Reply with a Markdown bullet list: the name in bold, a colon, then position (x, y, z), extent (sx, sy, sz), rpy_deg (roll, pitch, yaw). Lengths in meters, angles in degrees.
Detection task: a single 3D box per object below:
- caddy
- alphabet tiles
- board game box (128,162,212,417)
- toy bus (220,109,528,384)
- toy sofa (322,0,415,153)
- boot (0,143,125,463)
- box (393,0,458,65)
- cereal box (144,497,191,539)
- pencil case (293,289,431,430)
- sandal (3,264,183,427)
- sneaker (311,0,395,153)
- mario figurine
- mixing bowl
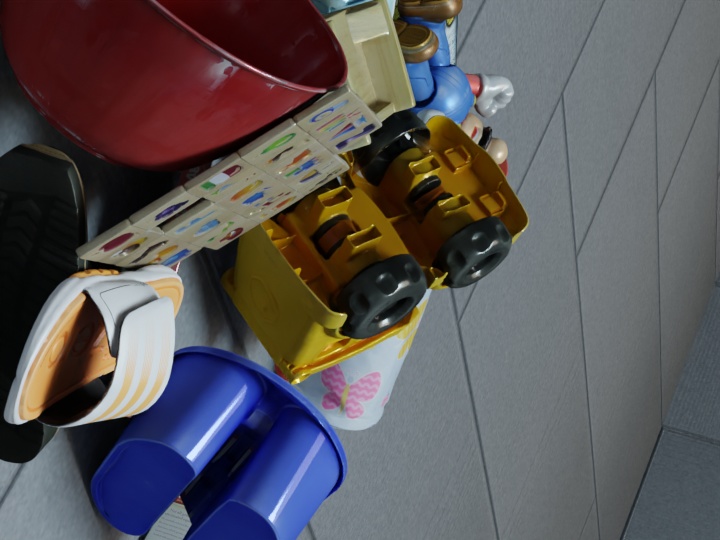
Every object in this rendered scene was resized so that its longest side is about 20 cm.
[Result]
- **caddy**: position (-0.091, 0.127, 1.193), extent (0.105, 0.141, 0.200), rpy_deg (-54, -177, -33)
- **alphabet tiles**: position (-0.063, -0.046, 1.023), extent (0.167, 0.008, 0.200), rpy_deg (-31, 174, 5)
- **board game box**: position (-0.127, -0.004, 1.159), extent (0.103, 0.019, 0.201), rpy_deg (152, -44, -81)
- **toy bus**: position (0.000, 0.000, 1.327), extent (0.200, 0.136, 0.192), rpy_deg (-24, 155, -32)
- **toy sofa**: position (-0.032, -0.122, 1.191), extent (0.200, 0.097, 0.083), rpy_deg (-52, 125, -74)
- **boot**: position (-0.172, -0.006, 1.037), extent (0.138, 0.077, 0.200), rpy_deg (-53, 165, -54)
- **box**: position (0.028, -0.151, 1.503), extent (0.200, 0.040, 0.137), rpy_deg (-54, 152, -45)
- **cereal box**: position (-0.152, 0.276, 1.327), extent (0.144, 0.039, 0.200), rpy_deg (81, 31, -50)
- **pencil case**: position (0.005, 0.029, 1.449), extent (0.083, 0.091, 0.201), rpy_deg (-16, 131, -65)
- **sandal**: position (-0.125, 0.039, 0.988), extent (0.079, 0.059, 0.207), rpy_deg (-68, 168, 16)
- **sneaker**: position (-0.005, -0.166, 1.314), extent (0.082, 0.074, 0.201), rpy_deg (-106, -169, -51)
- **mario figurine**: position (0.082, -0.130, 1.441), extent (0.123, 0.106, 0.200), rpy_deg (-32, 137, -12)
- **mixing bowl**: position (-0.117, -0.126, 0.960), extent (0.108, 0.200, 0.200), rpy_deg (-47, 169, 21)
